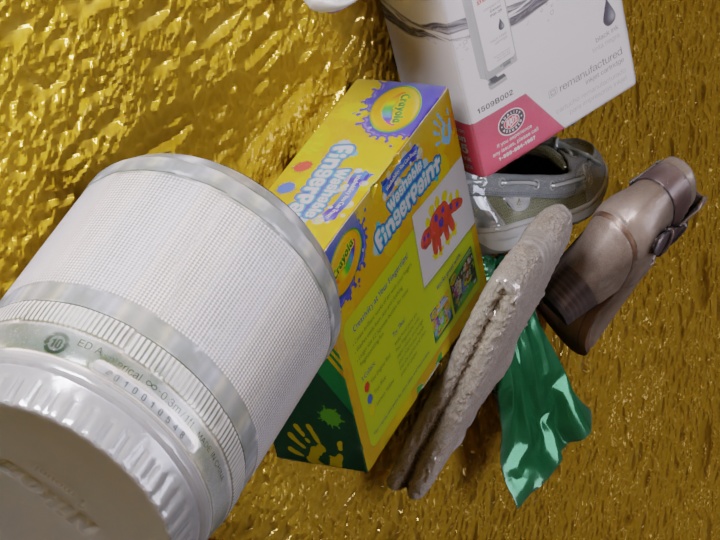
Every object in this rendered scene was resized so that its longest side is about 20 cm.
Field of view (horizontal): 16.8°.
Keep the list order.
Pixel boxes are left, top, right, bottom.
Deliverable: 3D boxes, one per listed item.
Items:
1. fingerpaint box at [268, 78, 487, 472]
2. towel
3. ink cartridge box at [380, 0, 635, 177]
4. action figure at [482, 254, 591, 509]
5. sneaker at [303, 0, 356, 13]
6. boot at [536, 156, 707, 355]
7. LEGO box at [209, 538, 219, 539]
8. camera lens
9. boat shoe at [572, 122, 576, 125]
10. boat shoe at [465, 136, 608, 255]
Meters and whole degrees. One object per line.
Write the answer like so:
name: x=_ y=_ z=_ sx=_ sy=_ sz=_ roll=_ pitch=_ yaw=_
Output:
fingerpaint box: x=0.000 y=0.000 z=1.563 sx=0.200 sy=0.073 sz=0.167 roll=-55 pitch=142 yaw=-44
towel: x=0.084 y=0.059 z=1.675 sx=0.200 sy=0.034 sz=0.133 roll=-65 pitch=172 yaw=31
ink cartridge box: x=0.093 y=-0.187 z=1.631 sx=0.146 sy=0.083 sz=0.200 roll=-32 pitch=129 yaw=-21
action figure: x=0.108 y=0.061 z=1.797 sx=0.118 sy=0.055 sz=0.200 roll=-51 pitch=132 yaw=-42
sneaker: x=-0.015 y=-0.256 z=1.501 sx=0.100 sy=0.075 sz=0.200 roll=32 pitch=63 yaw=-44
boot: x=0.196 y=-0.013 z=1.821 sx=0.146 sy=0.070 sz=0.200 roll=-44 pitch=173 yaw=-3
LEGO box: x=-0.001 y=0.235 z=1.535 sx=0.200 sy=0.149 sz=0.077 roll=34 pitch=66 yaw=-58
camera lens: x=-0.114 y=0.050 z=1.272 sx=0.200 sy=0.160 sz=0.160 roll=-58 pitch=143 yaw=-39
boat shoe: x=0.129 y=-0.132 z=1.775 sx=0.200 sy=0.074 sz=0.062 roll=-56 pitch=136 yaw=-49
boat shoe: x=0.121 y=-0.067 z=1.776 sx=0.202 sy=0.074 sz=0.065 roll=-25 pitch=123 yaw=-50
